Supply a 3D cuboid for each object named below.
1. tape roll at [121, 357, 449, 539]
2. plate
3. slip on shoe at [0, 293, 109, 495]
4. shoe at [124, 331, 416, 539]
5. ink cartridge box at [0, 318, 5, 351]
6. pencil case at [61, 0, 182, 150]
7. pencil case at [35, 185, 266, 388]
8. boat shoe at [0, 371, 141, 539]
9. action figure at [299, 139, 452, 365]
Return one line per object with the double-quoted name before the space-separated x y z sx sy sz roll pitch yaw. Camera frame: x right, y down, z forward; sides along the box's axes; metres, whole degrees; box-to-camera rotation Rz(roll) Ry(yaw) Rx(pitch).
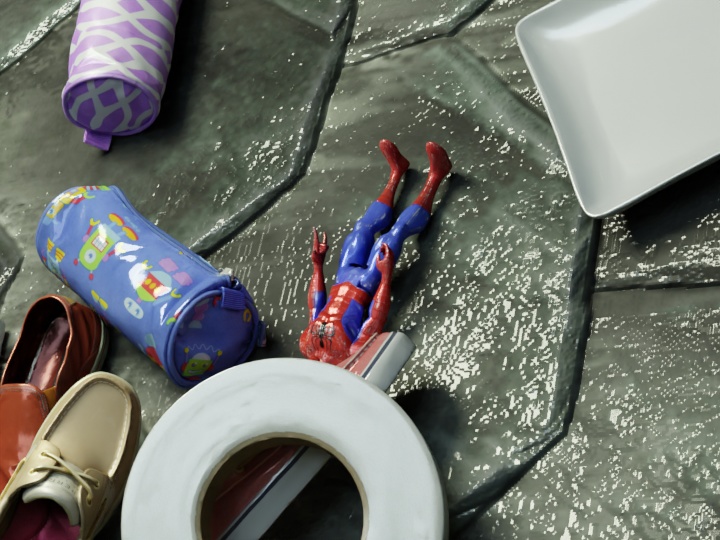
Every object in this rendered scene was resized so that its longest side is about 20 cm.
"tape roll" -0.046 0.155 1.270 0.203 0.037 0.203 -1 78 6
"plate" 0.219 -0.139 1.394 0.200 0.032 0.200 -26 48 12
"slip on shoe" -0.234 0.105 1.468 0.074 0.061 0.200 -1 58 28
"shoe" -0.058 0.097 1.335 0.091 0.071 0.200 41 86 4
"ink cartridge box" -0.332 0.056 1.467 0.050 0.200 0.162 -11 52 21
"pencil case" -0.187 -0.200 1.656 0.085 0.084 0.200 -44 30 48
"pencil case" -0.152 0.007 1.478 0.200 0.078 0.087 35 96 43
"boat shoe" -0.202 0.157 1.387 0.074 0.069 0.200 25 75 -3
"action figure" 0.000 0.000 1.415 0.065 0.052 0.200 8 64 32
